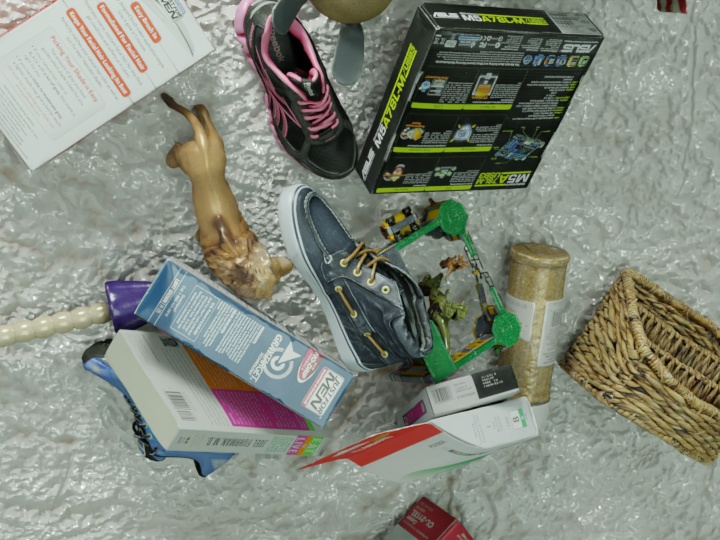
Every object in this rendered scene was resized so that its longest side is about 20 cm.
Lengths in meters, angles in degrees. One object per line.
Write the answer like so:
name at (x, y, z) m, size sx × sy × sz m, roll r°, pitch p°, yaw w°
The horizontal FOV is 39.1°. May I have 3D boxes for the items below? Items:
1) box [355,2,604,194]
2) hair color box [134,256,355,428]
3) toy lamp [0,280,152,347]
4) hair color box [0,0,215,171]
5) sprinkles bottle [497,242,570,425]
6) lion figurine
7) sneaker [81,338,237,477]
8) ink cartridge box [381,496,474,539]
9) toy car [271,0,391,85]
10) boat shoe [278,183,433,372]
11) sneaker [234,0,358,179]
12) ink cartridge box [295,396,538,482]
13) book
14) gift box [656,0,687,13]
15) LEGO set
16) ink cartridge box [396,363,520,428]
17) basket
box at (0.114, -0.162, 0.989) m, size 0.199 × 0.048 × 0.194 m, roll -5°, pitch 139°, yaw -29°
hair color box at (-0.108, 0.065, 0.945) m, size 0.199 × 0.100 × 0.061 m, roll 32°, pitch 88°, yaw -8°
toy lamp at (-0.293, 0.050, 0.980) m, size 0.199 × 0.058 × 0.059 m, roll -13°, pitch 111°, yaw -14°
hair color box at (-0.245, -0.193, 0.912) m, size 0.199 × 0.064 × 0.111 m, roll -34°, pitch 114°, yaw -4°
sprinkles bottle at (0.191, 0.072, 1.142) m, size 0.068 × 0.068 × 0.201 m, roll -1°, pitch 107°, yaw -18°
lion figurine at (-0.136, -0.068, 0.956) m, size 0.072 × 0.122 × 0.201 m, roll -28°, pitch 114°, yaw -8°
sneaker at (-0.206, 0.147, 1.030) m, size 0.200 × 0.079 × 0.089 m, roll 42°, pitch 89°, yaw -25°
ink cartridge box at (0.060, 0.390, 1.174) m, size 0.200 × 0.083 × 0.146 m, roll -43°, pitch 116°, yaw -15°
toy car at (0.005, -0.275, 0.903) m, size 0.164 × 0.158 × 0.201 m, roll 34°, pitch 86°, yaw -34°
boat shoe at (0.000, 0.000, 0.974) m, size 0.071 × 0.091 × 0.201 m, roll -43°, pitch 113°, yaw -51°
sneaker at (-0.054, -0.168, 0.967) m, size 0.079 × 0.095 × 0.201 m, roll -32°, pitch 116°, yaw -8°
ink cartridge box at (0.058, 0.186, 1.035) m, size 0.199 × 0.161 × 0.050 m, roll -9°, pitch 74°, yaw -36°
book at (-0.130, 0.120, 0.973) m, size 0.199 × 0.134 × 0.048 m, roll 15°, pitch 115°, yaw -48°
gift box at (0.233, -0.348, 0.949) m, size 0.186 × 0.200 × 0.186 m, roll 1°, pitch 112°, yaw -20°
LEGO set at (0.065, 0.027, 1.079) m, size 0.154 × 0.116 × 0.201 m, roll -39°, pitch 103°, yaw -23°
ink cartridge box at (0.096, 0.147, 1.092) m, size 0.094 × 0.200 × 0.037 m, roll -14°, pitch 73°, yaw -13°
basket at (0.361, 0.114, 1.171) m, size 0.199 × 0.143 × 0.149 m, roll 32°, pitch 97°, yaw -25°
